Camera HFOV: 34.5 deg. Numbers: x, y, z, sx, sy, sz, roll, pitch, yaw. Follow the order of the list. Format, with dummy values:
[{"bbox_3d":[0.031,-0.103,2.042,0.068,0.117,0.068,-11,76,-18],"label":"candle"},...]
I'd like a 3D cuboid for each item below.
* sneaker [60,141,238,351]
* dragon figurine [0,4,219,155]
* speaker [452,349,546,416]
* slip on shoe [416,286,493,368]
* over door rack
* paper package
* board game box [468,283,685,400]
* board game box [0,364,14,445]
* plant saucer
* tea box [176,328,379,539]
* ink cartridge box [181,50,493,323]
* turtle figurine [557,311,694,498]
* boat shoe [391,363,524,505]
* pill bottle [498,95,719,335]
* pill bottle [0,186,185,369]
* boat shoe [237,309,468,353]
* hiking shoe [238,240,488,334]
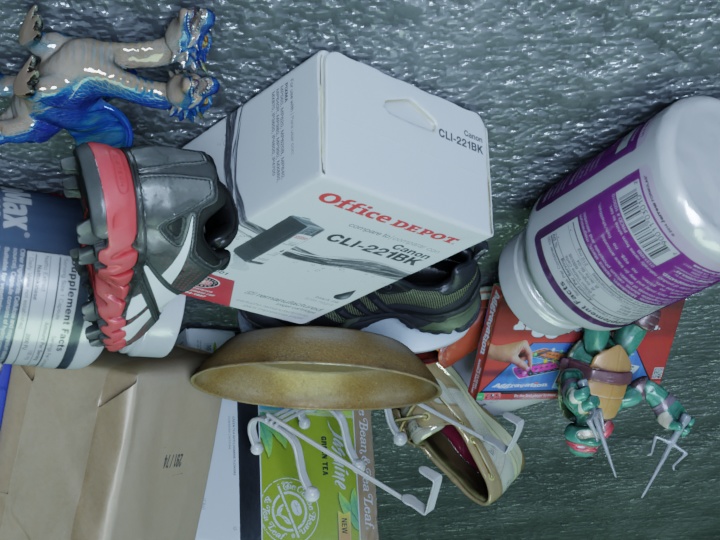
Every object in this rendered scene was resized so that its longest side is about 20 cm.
[{"bbox_3d":[-0.120,-0.010,0.678,0.096,0.072,0.201,-12,157,-18],"label":"sneaker"},{"bbox_3d":[-0.160,-0.091,0.647,0.099,0.060,0.199,16,150,-40],"label":"dragon figurine"},{"bbox_3d":[0.131,0.102,1.140,0.080,0.082,0.199,15,151,-38],"label":"speaker"},{"bbox_3d":[0.084,0.058,1.050,0.197,0.062,0.074,-11,156,14],"label":"slip on shoe"},{"bbox_3d":[0.020,0.154,1.010,0.198,0.068,0.147,13,-158,34],"label":"over door rack"},{"bbox_3d":[-0.196,0.156,0.917,0.102,0.194,0.200,10,180,13],"label":"paper package"},{"bbox_3d":[0.194,0.064,1.025,0.197,0.105,0.019,1,-159,-26],"label":"board game box"},{"bbox_3d":[-0.340,0.091,0.918,0.197,0.098,0.159,11,171,14],"label":"board game box"},{"bbox_3d":[-0.034,0.076,0.909,0.197,0.036,0.200,2,164,0],"label":"plant saucer"},{"bbox_3d":[-0.098,0.177,1.131,0.194,0.203,0.133,7,157,-27],"label":"tea box"},{"bbox_3d":[-0.032,-0.044,0.749,0.143,0.085,0.199,16,151,-38],"label":"ink cartridge box"},{"bbox_3d":[0.211,0.091,0.975,0.148,0.203,0.100,1,-168,-41],"label":"turtle figurine"},{"bbox_3d":[0.071,0.140,1.107,0.200,0.066,0.074,42,135,3],"label":"boat shoe"},{"bbox_3d":[0.182,-0.025,0.788,0.111,0.114,0.200,8,156,-27],"label":"pill bottle"},{"bbox_3d":[-0.226,0.005,0.795,0.197,0.121,0.119,8,156,-26],"label":"pill bottle"},{"bbox_3d":[-0.004,0.045,0.989,0.196,0.075,0.068,-8,166,2],"label":"boat shoe"},{"bbox_3d":[0.000,0.000,0.904,0.196,0.077,0.101,-4,142,-5],"label":"hiking shoe"}]
